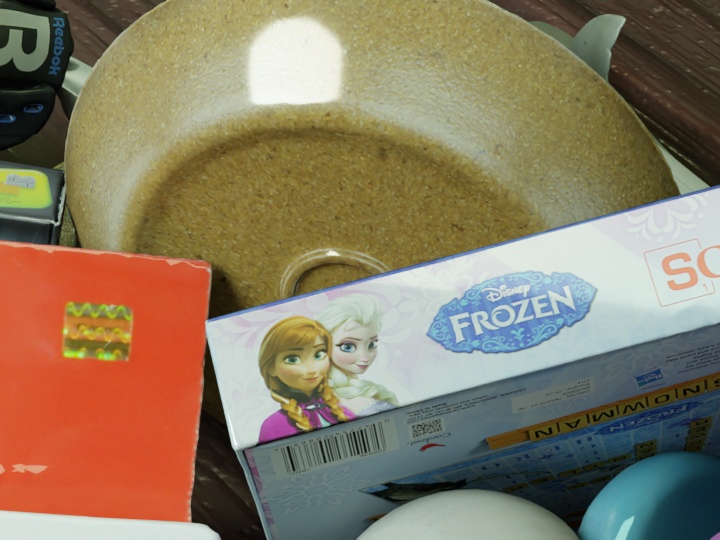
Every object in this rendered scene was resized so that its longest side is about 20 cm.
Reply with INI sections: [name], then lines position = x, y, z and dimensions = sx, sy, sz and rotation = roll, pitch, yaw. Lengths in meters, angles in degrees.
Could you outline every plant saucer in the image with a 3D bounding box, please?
[plant saucer]
position = 0.000, 0.000, 0.856
dimensions = 0.199, 0.201, 0.036
rotation = 15, 43, 5

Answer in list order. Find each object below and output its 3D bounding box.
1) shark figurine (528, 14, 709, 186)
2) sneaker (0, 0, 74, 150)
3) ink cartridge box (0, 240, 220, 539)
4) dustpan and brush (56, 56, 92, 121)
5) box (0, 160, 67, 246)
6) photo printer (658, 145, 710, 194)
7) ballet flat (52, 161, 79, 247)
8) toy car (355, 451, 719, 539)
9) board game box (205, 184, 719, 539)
[shark figurine]
position = 0.119, -0.059, 1.150
dimensions = 0.214, 0.090, 0.128
rotation = 31, 38, 31
[sneaker]
position = -0.142, -0.085, 0.905
dimensions = 0.111, 0.074, 0.200
rotation = 1, -11, -16
[ink cartridge box]
position = -0.139, 0.070, 0.793
dimensions = 0.199, 0.175, 0.044
rotation = 6, -10, -11
[dustpan and brush]
position = -0.036, -0.009, 0.988
dimensions = 0.199, 0.057, 0.140
rotation = 29, 35, -2
[box]
position = -0.200, 0.006, 0.912
dimensions = 0.199, 0.111, 0.035
rotation = 9, 32, -5
[photo printer]
position = 0.037, -0.031, 0.990
dimensions = 0.200, 0.070, 0.166
rotation = 40, 26, 6
[ballet flat]
position = -0.043, -0.031, 1.074
dimensions = 0.199, 0.071, 0.071
rotation = -16, 41, -37
[toy car]
position = 0.095, 0.127, 0.738
dimensions = 0.175, 0.150, 0.200
rotation = 40, 13, -37
[board game box]
position = 0.066, 0.045, 0.809
dimensions = 0.199, 0.200, 0.041
rotation = -14, 64, -2
